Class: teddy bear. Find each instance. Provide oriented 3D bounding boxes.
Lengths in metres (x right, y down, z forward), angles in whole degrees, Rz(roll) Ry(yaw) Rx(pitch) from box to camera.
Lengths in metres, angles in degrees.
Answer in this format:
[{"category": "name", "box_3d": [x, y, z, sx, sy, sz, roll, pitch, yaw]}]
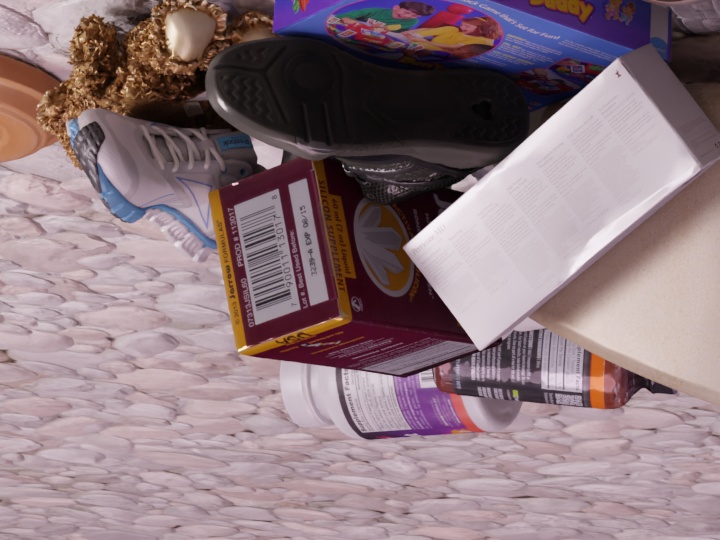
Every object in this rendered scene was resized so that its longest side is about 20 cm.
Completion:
[{"category": "teddy bear", "box_3d": [-0.126, -0.128, 1.698, 0.144, 0.067, 0.200, -1, 160, -19]}]

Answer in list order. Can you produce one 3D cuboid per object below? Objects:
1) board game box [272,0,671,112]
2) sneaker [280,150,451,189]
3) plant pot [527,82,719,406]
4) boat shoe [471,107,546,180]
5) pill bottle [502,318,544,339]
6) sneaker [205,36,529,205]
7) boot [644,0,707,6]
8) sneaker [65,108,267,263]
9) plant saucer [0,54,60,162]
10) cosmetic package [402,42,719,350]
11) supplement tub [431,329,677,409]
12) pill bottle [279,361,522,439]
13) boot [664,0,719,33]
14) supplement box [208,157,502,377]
[{"category": "board game box", "box_3d": [0.068, -0.153, 1.576, 0.199, 0.045, 0.134, 15, 161, -34]}, {"category": "sneaker", "box_3d": [0.007, -0.082, 1.781, 0.118, 0.074, 0.200, 10, 174, 1]}, {"category": "plant pot", "box_3d": [0.212, -0.029, 1.666, 0.176, 0.201, 0.200, 8, -172, 26]}, {"category": "boat shoe", "box_3d": [0.105, -0.087, 1.786, 0.071, 0.070, 0.201, 22, 180, 30]}, {"category": "pill bottle", "box_3d": [0.058, 0.007, 2.020, 0.199, 0.110, 0.109, -8, 161, 33]}, {"category": "sneaker", "box_3d": [-0.009, -0.086, 1.607, 0.199, 0.077, 0.114, 4, 159, -22]}, {"category": "boot", "box_3d": [0.101, -0.204, 1.353, 0.186, 0.064, 0.200, 1, 162, 35]}, {"category": "sneaker", "box_3d": [-0.115, -0.070, 1.683, 0.086, 0.075, 0.200, -30, 159, 14]}, {"category": "plant saucer", "box_3d": [-0.299, -0.111, 1.826, 0.199, 0.032, 0.200, 4, 164, 1]}, {"category": "cosmetic package", "box_3d": [0.122, -0.043, 1.587, 0.200, 0.083, 0.051, -41, 174, 35]}, {"category": "supplement tub", "box_3d": [0.162, 0.057, 2.157, 0.199, 0.107, 0.107, 5, 165, 10]}, {"category": "pill bottle", "box_3d": [0.034, 0.091, 2.312, 0.199, 0.112, 0.111, -5, 162, 29]}, {"category": "boot", "box_3d": [0.222, -0.169, 1.458, 0.131, 0.070, 0.200, 4, 161, 16]}, {"category": "supplement box", "box_3d": [0.000, 0.000, 1.714, 0.085, 0.111, 0.200, -19, 164, 30]}]
